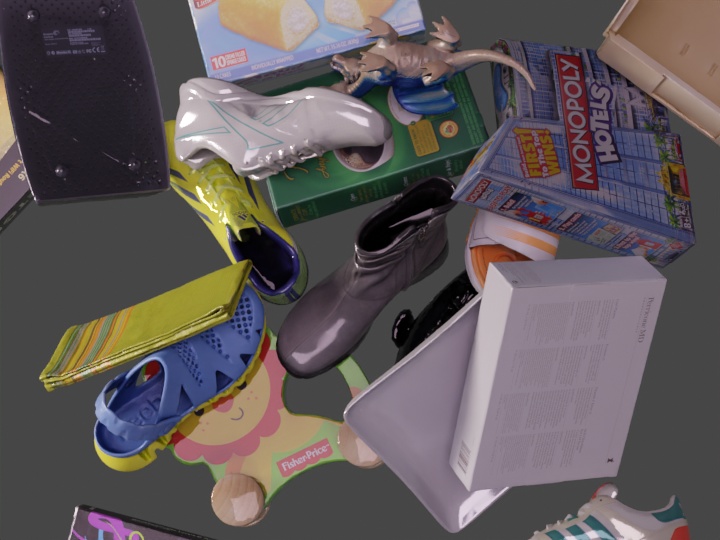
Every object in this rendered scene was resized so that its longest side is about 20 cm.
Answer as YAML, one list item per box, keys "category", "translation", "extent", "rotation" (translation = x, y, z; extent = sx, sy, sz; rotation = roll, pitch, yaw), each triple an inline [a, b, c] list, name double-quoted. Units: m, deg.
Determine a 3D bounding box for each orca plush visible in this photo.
- category: "orca plush"
  translation: [0.096, 0.056, 1.522]
  extent: [0.200, 0.071, 0.105]
  rotation: [-39, 89, 0]

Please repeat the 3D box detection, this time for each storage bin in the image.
- category: "storage bin"
  translation: [0.338, -0.218, 1.482]
  extent: [0.200, 0.094, 0.199]
  rotation: [36, 68, 1]

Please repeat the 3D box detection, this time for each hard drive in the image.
- category: "hard drive"
  translation: [-0.247, -0.153, 1.511]
  extent: [0.134, 0.042, 0.201]
  rotation: [-7, 73, -22]

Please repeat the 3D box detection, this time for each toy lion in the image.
- category: "toy lion"
  translation: [-0.092, 0.119, 1.535]
  extent: [0.199, 0.069, 0.192]
  rotation: [-24, 81, 0]

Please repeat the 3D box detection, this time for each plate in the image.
- category: "plate"
  translation: [0.103, 0.111, 1.498]
  extent: [0.199, 0.032, 0.200]
  rotation: [-41, 127, 0]

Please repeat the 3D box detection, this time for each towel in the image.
- category: "towel"
  translation: [-0.187, 0.045, 1.490]
  extent: [0.199, 0.086, 0.018]
  rotation: [-21, 119, 24]

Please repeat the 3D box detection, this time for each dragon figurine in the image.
- category: "dragon figurine"
  translation: [0.055, -0.170, 1.458]
  extent: [0.199, 0.099, 0.059]
  rotation: [2, 75, 11]

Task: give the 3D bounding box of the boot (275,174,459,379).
- category: "boot"
  translation: [0.000, 0.000, 1.478]
  extent: [0.070, 0.132, 0.200]
  rotation: [41, 76, 13]

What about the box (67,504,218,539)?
- category: "box"
  translation: [-0.177, 0.305, 1.542]
  extent: [0.199, 0.036, 0.144]
  rotation: [15, 88, 0]

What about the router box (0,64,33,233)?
- category: "router box"
  translation: [-0.376, -0.097, 1.543]
  extent: [0.157, 0.052, 0.200]
  rotation: [43, 90, 0]

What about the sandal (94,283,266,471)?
- category: "sandal"
  translation: [-0.159, 0.089, 1.481]
  extent: [0.079, 0.087, 0.200]
  rotation: [38, 83, 17]

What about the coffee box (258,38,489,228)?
- category: "coffee box"
  translation: [0.006, -0.124, 1.522]
  extent: [0.199, 0.044, 0.123]
  rotation: [-18, 65, 0]

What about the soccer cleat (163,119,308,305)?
- category: "soccer cleat"
  translation: [-0.114, -0.056, 1.522]
  extent: [0.065, 0.084, 0.200]
  rotation: [-38, 89, 0]

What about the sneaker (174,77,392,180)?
- category: "sneaker"
  translation: [-0.069, -0.114, 1.473]
  extent: [0.199, 0.070, 0.081]
  rotation: [5, 71, 20]

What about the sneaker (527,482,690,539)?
- category: "sneaker"
  translation: [0.198, 0.239, 1.528]
  extent: [0.199, 0.070, 0.094]
  rotation: [-1, 71, 3]

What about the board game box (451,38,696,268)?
- category: "board game box"
  translation: [0.175, -0.111, 1.466]
  extent: [0.199, 0.062, 0.201]
  rotation: [4, 67, -21]

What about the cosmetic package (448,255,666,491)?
- category: "cosmetic package"
  translation: [0.167, 0.088, 1.464]
  extent: [0.150, 0.052, 0.201]
  rotation: [-1, 118, -22]

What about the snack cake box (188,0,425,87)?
- category: "snack cake box"
  translation: [-0.051, -0.240, 1.533]
  extent: [0.199, 0.067, 0.116]
  rotation: [-15, 89, 1]

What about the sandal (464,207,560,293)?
- category: "sandal"
  translation: [0.144, -0.069, 1.507]
  extent: [0.079, 0.059, 0.208]
  rotation: [13, 73, 0]
